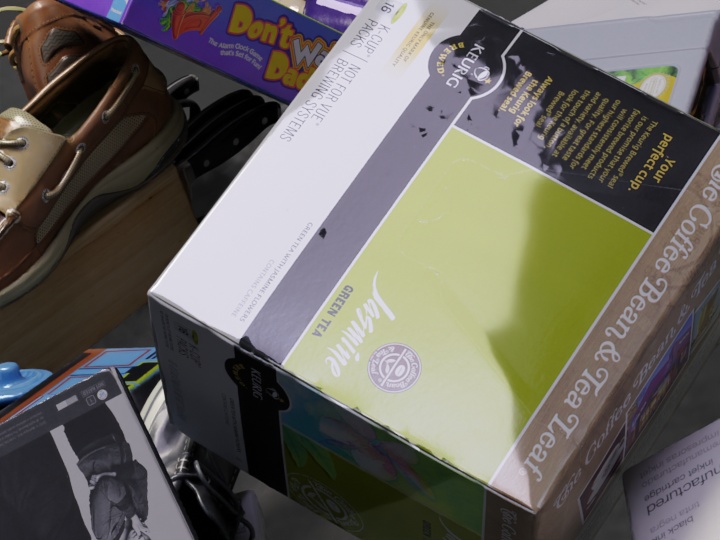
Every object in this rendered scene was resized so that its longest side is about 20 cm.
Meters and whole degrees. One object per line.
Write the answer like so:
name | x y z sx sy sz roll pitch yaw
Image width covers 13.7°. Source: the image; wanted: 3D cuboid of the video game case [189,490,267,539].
video game case | -0.131 0.191 1.367 0.199 0.024 0.182 -17 36 3

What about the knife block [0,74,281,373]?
knife block | -0.125 -0.022 1.611 0.174 0.064 0.201 -12 36 12

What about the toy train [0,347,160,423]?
toy train | -0.157 0.097 1.414 0.114 0.087 0.200 -6 15 26

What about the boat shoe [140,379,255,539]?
boat shoe | -0.081 0.113 1.368 0.062 0.075 0.201 8 49 26

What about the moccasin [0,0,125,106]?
moccasin | -0.171 -0.125 1.704 0.073 0.078 0.201 -26 2 3

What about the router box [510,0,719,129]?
router box | 0.152 -0.087 1.578 0.179 0.049 0.200 -31 37 -15

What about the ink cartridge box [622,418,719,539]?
ink cartridge box | 0.196 0.138 1.203 0.146 0.084 0.200 -30 32 17

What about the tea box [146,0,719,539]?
tea box | 0.045 0.012 1.307 0.196 0.134 0.200 29 65 17

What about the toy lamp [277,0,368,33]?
toy lamp | -0.057 -0.154 1.759 0.199 0.058 0.058 14 47 36

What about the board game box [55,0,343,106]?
board game box | -0.070 -0.127 1.582 0.134 0.199 0.045 26 93 53

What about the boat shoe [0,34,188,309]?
boat shoe | -0.176 -0.051 1.554 0.075 0.074 0.200 16 48 39

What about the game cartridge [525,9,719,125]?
game cartridge | 0.104 -0.056 1.488 0.133 0.041 0.201 -7 40 27

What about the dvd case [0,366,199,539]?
dvd case | -0.129 0.163 1.290 0.150 0.025 0.201 -27 76 1
